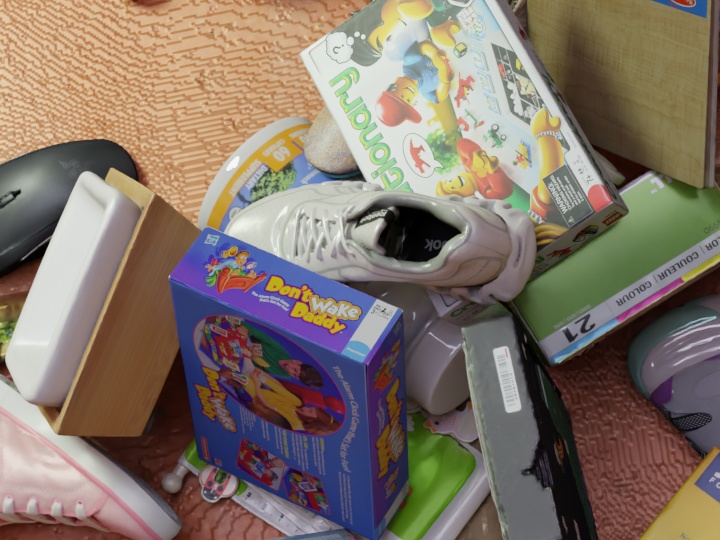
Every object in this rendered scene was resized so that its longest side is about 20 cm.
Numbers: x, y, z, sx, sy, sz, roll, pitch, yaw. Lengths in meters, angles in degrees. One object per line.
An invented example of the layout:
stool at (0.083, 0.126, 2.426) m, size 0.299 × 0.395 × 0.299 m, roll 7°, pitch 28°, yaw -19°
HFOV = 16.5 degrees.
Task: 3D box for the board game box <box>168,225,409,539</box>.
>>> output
board game box at (-0.040, 0.072, 1.517) m, size 0.134 × 0.200 × 0.045 m, roll 24°, pitch 58°, yaw 18°

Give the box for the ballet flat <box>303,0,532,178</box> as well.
ballet flat at (0.037, -0.137, 1.593) m, size 0.068 × 0.067 × 0.200 m, roll 32°, pitch 57°, yaw 32°

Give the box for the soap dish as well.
soap dish at (-0.159, 0.021, 1.581) m, size 0.081 × 0.200 × 0.158 m, roll 22°, pitch 91°, yaw -15°

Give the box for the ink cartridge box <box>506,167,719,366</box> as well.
ink cartridge box at (0.160, -0.009, 1.512) m, size 0.148 × 0.200 × 0.076 m, roll -32°, pitch 86°, yaw 1°

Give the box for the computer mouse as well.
computer mouse at (-0.241, -0.011, 1.695) m, size 0.200 × 0.046 × 0.141 m, roll -20°, pitch 67°, yaw 5°

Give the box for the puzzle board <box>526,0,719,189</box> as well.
puzzle board at (0.160, -0.146, 1.523) m, size 0.017 × 0.151 × 0.200 m, roll -9°, pitch 20°, yaw -27°

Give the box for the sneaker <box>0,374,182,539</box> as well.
sneaker at (-0.214, 0.146, 1.620) m, size 0.200 × 0.075 × 0.105 m, roll 32°, pitch 82°, yaw 25°

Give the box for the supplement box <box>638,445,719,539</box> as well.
supplement box at (0.196, 0.224, 1.477) m, size 0.109 × 0.110 × 0.200 m, roll 36°, pitch 82°, yaw 21°

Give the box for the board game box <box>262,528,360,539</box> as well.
board game box at (-0.076, 0.234, 1.478) m, size 0.062 × 0.200 × 0.200 m, roll 40°, pitch 89°, yaw 20°

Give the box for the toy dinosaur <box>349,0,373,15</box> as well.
toy dinosaur at (0.052, -0.204, 1.679) m, size 0.200 × 0.077 × 0.102 m, roll 17°, pitch 89°, yaw 22°

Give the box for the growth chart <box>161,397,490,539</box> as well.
growth chart at (-0.012, 0.121, 1.612) m, size 0.200 × 0.018 × 0.145 m, roll 25°, pitch 78°, yaw 19°

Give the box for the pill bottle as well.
pill bottle at (0.000, 0.000, 1.600) m, size 0.200 × 0.112 × 0.112 m, roll 39°, pitch 83°, yaw 22°

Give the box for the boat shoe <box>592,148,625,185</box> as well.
boat shoe at (0.099, -0.069, 1.579) m, size 0.060 × 0.074 × 0.200 m, roll -54°, pitch 29°, yaw -2°

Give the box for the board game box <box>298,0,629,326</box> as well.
board game box at (0.060, -0.084, 1.503) m, size 0.126 × 0.035 × 0.200 m, roll -35°, pitch 67°, yaw 16°

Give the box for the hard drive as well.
hard drive at (0.106, 0.121, 1.485) m, size 0.038 × 0.200 × 0.140 m, roll -15°, pitch 69°, yaw 10°

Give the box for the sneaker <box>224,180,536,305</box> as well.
sneaker at (0.000, -0.021, 1.457) m, size 0.200 × 0.081 × 0.075 m, roll 0°, pitch 83°, yaw 29°

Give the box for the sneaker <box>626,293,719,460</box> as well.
sneaker at (0.280, 0.052, 1.542) m, size 0.200 × 0.078 × 0.140 m, roll -37°, pitch 69°, yaw 8°

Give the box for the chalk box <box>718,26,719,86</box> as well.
chalk box at (0.220, -0.226, 1.565) m, size 0.124 × 0.200 × 0.124 m, roll 41°, pitch 48°, yaw 22°
